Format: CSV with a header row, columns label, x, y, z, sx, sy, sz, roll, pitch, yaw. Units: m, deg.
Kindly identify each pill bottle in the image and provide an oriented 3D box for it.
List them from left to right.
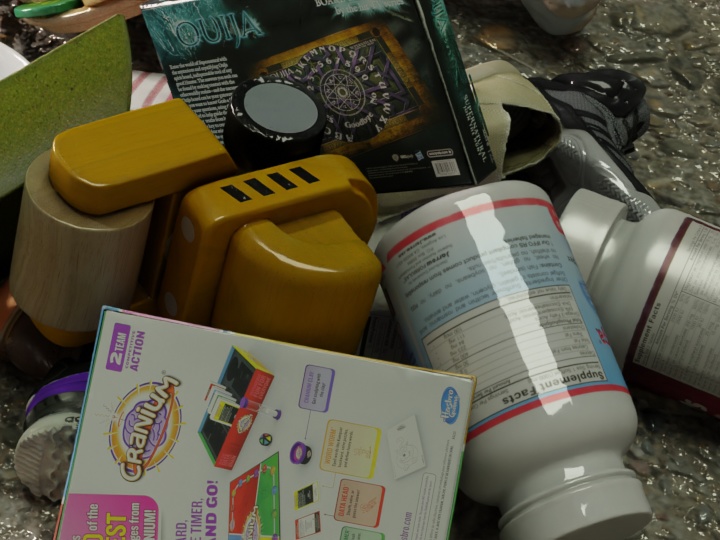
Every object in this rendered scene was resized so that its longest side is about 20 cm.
label,x,y,z,sx,sy,sz,roll,pitch,yaw
pill bottle,0.088,0.060,1.188,0.109,0.109,0.200,-11,68,-26
pill bottle,0.209,0.028,1.297,0.200,0.110,0.110,22,39,12

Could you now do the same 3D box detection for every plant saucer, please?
label,x,y,z,sx,sy,sz,roll,pitch,yaw
plant saucer,-0.213,-0.032,1.214,0.048,0.200,0.200,43,45,8

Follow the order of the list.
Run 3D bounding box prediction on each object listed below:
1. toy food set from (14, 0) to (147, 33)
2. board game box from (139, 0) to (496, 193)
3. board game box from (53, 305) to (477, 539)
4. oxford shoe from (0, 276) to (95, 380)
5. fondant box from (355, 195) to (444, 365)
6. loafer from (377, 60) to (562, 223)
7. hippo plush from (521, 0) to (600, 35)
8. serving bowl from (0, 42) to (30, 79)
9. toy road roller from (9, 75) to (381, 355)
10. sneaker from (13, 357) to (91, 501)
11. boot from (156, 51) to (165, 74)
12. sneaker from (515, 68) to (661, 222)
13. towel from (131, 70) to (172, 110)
label,x,y,z,sx,sy,sz,roll,pitch,yaw
toy food set,-0.163,-0.227,1.515,0.198,0.049,0.200,-6,30,35
board game box,-0.027,-0.107,1.228,0.200,0.136,0.028,-3,24,39
board game box,-0.051,0.112,1.109,0.200,0.040,0.153,12,81,0
oxford shoe,-0.140,-0.004,1.280,0.073,0.071,0.200,33,59,13
fondant box,0.000,0.000,1.325,0.200,0.058,0.144,8,37,-6
loafer,0.058,-0.081,1.337,0.068,0.076,0.200,27,37,30
hippo plush,0.088,-0.250,1.600,0.160,0.200,0.160,-12,72,0
serving bowl,-0.296,-0.081,1.341,0.200,0.066,0.200,5,35,-4
toy road roller,-0.078,-0.008,1.171,0.200,0.123,0.146,-17,52,-32
sneaker,-0.088,0.080,1.191,0.200,0.070,0.100,7,35,-7
boot,-0.045,-0.131,1.321,0.200,0.074,0.075,16,31,40
sneaker,0.167,-0.081,1.453,0.114,0.076,0.200,-20,45,-30
towel,-0.093,-0.099,1.411,0.200,0.030,0.146,8,13,0
